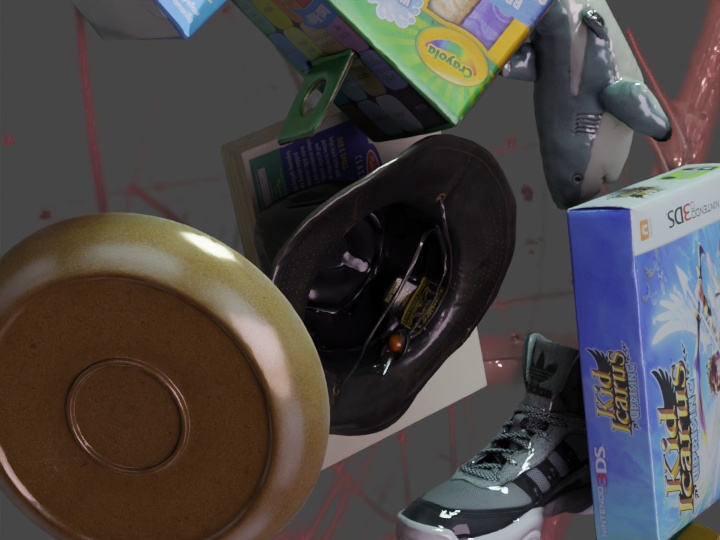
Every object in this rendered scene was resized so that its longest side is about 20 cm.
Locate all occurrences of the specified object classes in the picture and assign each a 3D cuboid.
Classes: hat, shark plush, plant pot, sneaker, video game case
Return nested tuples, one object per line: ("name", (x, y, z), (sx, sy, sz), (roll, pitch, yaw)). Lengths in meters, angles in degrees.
("hat", (-0.006, -0.005, 1.135), (0.200, 0.081, 0.202), (-33, 142, -30))
("shark plush", (0.111, -0.129, 1.235), (0.083, 0.091, 0.201), (-28, 127, 8))
("plant pot", (-0.114, 0.069, 1.063), (0.028, 0.198, 0.202), (-61, 143, -63))
("sneaker", (0.099, 0.101, 1.281), (0.199, 0.075, 0.115), (-14, 110, -38))
("video game case", (0.190, 0.046, 1.285), (0.181, 0.045, 0.202), (-20, 106, -57))

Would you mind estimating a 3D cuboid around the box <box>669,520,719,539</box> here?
("box", (0.219, 0.258, 1.423), (0.117, 0.048, 0.201), (43, 79, -34))

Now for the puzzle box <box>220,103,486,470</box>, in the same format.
("puzzle box", (0.000, 0.000, 1.212), (0.132, 0.025, 0.202), (-23, 115, -28))

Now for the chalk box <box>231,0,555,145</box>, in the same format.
("chalk box", (0.018, -0.151, 1.107), (0.124, 0.124, 0.200), (44, 75, -15))

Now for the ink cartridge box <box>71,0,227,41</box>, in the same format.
("ink cartridge box", (-0.060, -0.205, 1.055), (0.200, 0.115, 0.068), (-47, 114, -16))
